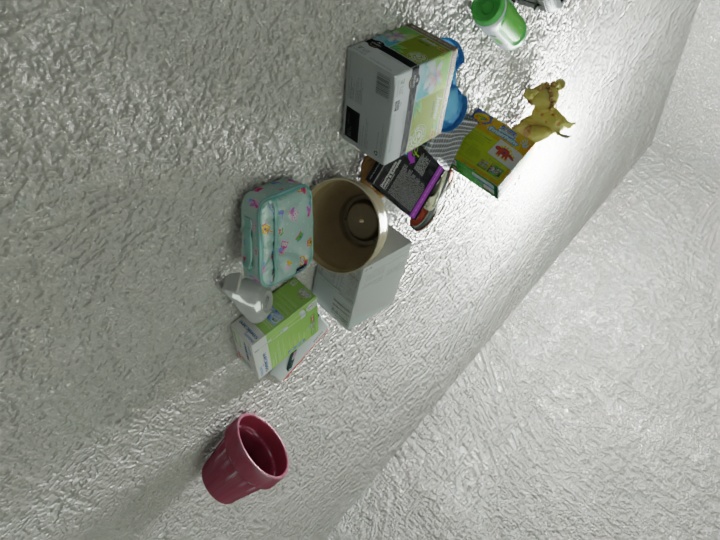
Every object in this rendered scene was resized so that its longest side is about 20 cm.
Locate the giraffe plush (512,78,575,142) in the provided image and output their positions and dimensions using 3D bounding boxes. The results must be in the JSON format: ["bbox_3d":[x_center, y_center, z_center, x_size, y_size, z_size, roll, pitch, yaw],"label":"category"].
[{"bbox_3d":[0.555,-0.494,1.882,0.171,0.198,0.165,-33,119,-26],"label":"giraffe plush"}]

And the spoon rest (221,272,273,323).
[{"bbox_3d":[-0.242,0.051,1.322,0.200,0.059,0.102,54,45,-66],"label":"spoon rest"}]

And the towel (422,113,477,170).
[{"bbox_3d":[0.197,-0.330,1.549,0.198,0.085,0.168,-16,137,-51],"label":"towel"}]

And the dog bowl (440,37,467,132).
[{"bbox_3d":[0.177,-0.414,1.374,0.110,0.049,0.204,-21,120,-20],"label":"dog bowl"}]

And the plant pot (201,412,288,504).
[{"bbox_3d":[-0.319,0.515,1.643,0.178,0.202,0.199,-40,156,13],"label":"plant pot"}]

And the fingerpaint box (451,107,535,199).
[{"bbox_3d":[0.347,-0.320,1.677,0.167,0.199,0.074,-47,155,-9],"label":"fingerpaint box"}]

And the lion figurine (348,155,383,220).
[{"bbox_3d":[0.025,-0.214,1.445,0.121,0.072,0.204,-17,124,-34],"label":"lion figurine"}]

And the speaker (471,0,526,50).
[{"bbox_3d":[0.329,-0.588,1.451,0.199,0.088,0.090,2,122,-59],"label":"speaker"}]

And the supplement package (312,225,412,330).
[{"bbox_3d":[0.000,0.000,1.557,0.190,0.146,0.203,-27,144,-41],"label":"supplement package"}]

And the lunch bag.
[{"bbox_3d":[-0.167,-0.071,1.233,0.159,0.076,0.204,-31,132,-46],"label":"lunch bag"}]

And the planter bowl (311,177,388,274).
[{"bbox_3d":[-0.018,-0.106,1.364,0.134,0.198,0.203,-22,142,-61],"label":"planter bowl"}]

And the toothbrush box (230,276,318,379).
[{"bbox_3d":[-0.199,0.137,1.470,0.199,0.086,0.147,-39,151,-27],"label":"toothbrush box"}]

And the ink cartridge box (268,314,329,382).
[{"bbox_3d":[-0.163,0.216,1.675,0.201,0.043,0.174,-48,152,-9],"label":"ink cartridge box"}]

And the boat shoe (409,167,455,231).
[{"bbox_3d":[0.191,-0.205,1.710,0.202,0.071,0.062,-58,147,7],"label":"boat shoe"}]

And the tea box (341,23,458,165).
[{"bbox_3d":[0.076,-0.361,1.258,0.196,0.133,0.202,-35,148,-33],"label":"tea box"}]

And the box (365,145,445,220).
[{"bbox_3d":[0.108,-0.224,1.440,0.199,0.036,0.145,32,90,-51],"label":"box"}]

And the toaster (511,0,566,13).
[{"bbox_3d":[0.442,-0.706,1.439,0.202,0.129,0.113,-56,154,7],"label":"toaster"}]
